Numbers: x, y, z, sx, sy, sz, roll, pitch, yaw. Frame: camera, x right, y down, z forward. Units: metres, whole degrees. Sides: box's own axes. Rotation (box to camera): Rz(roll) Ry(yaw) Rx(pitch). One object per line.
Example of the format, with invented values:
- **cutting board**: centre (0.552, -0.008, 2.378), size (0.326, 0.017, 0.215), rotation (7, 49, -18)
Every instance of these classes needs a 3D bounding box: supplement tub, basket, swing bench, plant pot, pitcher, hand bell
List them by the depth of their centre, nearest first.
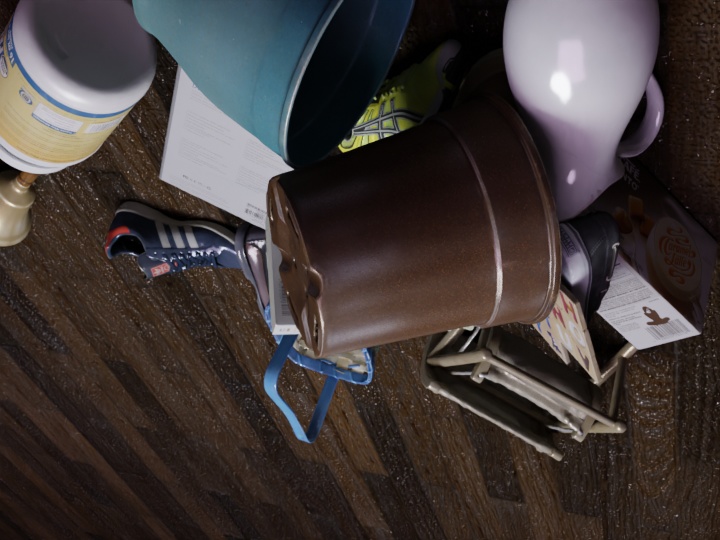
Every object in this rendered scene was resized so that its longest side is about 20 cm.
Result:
- **pitcher**: centre (0.193, -0.164, 0.800), size (0.121, 0.170, 0.203), rotation (33, 140, 41)
- **plant pot**: centre (0.034, -0.027, 0.816), size (0.195, 0.202, 0.201), rotation (-15, 150, -14)
- **plant pot**: centre (-0.080, -0.219, 0.824), size (0.186, 0.201, 0.201), rotation (32, 149, 13)
- **supplement tub**: centre (-0.311, -0.196, 1.019), size (0.144, 0.146, 0.199), rotation (35, 145, -20)
- **swing bench**: centre (0.195, 0.126, 1.191), size (0.197, 0.131, 0.200), rotation (28, 147, -10)
- **basket**: centre (-0.052, 0.092, 1.213), size (0.137, 0.202, 0.177), rotation (17, 155, 22)
- **hand bell**: centre (-0.428, -0.122, 1.269), size (0.104, 0.105, 0.199), rotation (38, 132, -24)

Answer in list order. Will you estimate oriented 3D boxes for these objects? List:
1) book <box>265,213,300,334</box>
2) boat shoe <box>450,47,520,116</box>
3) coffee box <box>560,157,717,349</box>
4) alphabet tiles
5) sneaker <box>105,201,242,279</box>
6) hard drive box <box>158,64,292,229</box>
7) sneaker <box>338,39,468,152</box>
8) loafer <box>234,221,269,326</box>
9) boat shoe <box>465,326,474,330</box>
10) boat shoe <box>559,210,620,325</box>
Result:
- **book**: centre (0.000, 0.000, 1.055), size (0.196, 0.136, 0.048), rotation (1, 156, -14)
- **boat shoe**: centre (0.108, -0.130, 0.936), size (0.071, 0.066, 0.200), rotation (28, 147, -9)
- **coffee box**: centre (0.250, -0.031, 0.951), size (0.199, 0.116, 0.079), rotation (39, 144, -23)
- **alphabet tiles**: centre (0.156, 0.011, 0.900), size (0.007, 0.201, 0.169), rotation (-28, 128, -4)
- **sneaker**: centre (-0.240, -0.021, 1.281), size (0.197, 0.085, 0.075), rotation (14, 147, 12)
- **hard drive box**: centre (-0.121, -0.146, 1.039), size (0.154, 0.078, 0.201), rotation (25, 147, -4)
- **sneaker**: centre (0.033, -0.153, 0.944), size (0.076, 0.076, 0.200), rotation (36, 140, -5)
- **loafer**: centre (-0.100, 0.018, 1.271), size (0.062, 0.073, 0.201), rotation (0, 138, 23)
- **boat shoe**: centre (0.080, -0.027, 0.985), size (0.074, 0.066, 0.200), rotation (13, 144, 54)
- **boat shoe**: centre (0.196, 0.012, 0.880), size (0.056, 0.069, 0.201), rotation (-27, 156, -5)
